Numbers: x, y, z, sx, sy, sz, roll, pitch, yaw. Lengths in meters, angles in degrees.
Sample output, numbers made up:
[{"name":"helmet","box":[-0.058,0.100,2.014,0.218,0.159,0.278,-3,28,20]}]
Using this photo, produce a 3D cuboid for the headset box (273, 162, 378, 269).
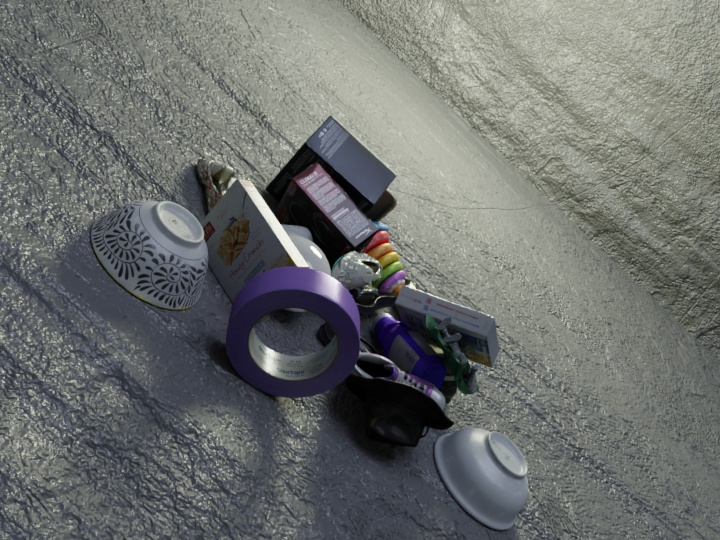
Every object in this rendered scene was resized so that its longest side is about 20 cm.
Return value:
[{"name":"headset box","box":[-0.077,-0.099,1.828,0.200,0.149,0.077,47,56,7]}]

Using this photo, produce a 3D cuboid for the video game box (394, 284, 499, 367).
[{"name":"video game box","box":[0.166,0.108,1.776,0.182,0.047,0.200,22,-17,19]}]

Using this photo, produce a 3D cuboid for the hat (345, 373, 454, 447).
[{"name":"hat","box":[0.049,0.243,1.538,0.201,0.201,0.081,33,68,-23]}]

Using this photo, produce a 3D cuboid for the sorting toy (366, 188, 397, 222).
[{"name":"sorting toy","box":[-0.033,-0.174,2.010,0.200,0.185,0.036,43,52,-6]}]

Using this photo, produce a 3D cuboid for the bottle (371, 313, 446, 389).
[{"name":"bottle","box":[0.084,0.150,1.758,0.065,0.084,0.200,1,28,-30]}]

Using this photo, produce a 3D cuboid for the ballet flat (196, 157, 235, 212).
[{"name":"ballet flat","box":[-0.256,-0.157,1.759,0.076,0.064,0.200,23,31,-39]}]

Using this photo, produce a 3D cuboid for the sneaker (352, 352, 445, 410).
[{"name":"sneaker","box":[0.064,0.198,1.602,0.200,0.073,0.114,24,-14,-10]}]

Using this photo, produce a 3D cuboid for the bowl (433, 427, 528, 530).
[{"name":"bowl","box":[0.233,0.351,1.674,0.201,0.090,0.201,36,24,-19]}]

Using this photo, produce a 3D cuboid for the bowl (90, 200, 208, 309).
[{"name":"bowl","box":[-0.305,-0.045,1.457,0.201,0.094,0.201,35,26,-19]}]

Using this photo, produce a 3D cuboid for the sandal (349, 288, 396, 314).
[{"name":"sandal","box":[0.006,0.051,1.805,0.076,0.043,0.200,9,8,22]}]

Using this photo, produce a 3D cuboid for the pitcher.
[{"name":"pitcher","box":[-0.145,-0.015,1.662,0.171,0.121,0.200,12,24,-22]}]

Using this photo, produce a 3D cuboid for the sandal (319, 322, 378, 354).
[{"name":"sandal","box":[0.011,0.154,1.697,0.200,0.043,0.076,40,24,-10]}]

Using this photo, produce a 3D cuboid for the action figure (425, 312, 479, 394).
[{"name":"action figure","box":[0.179,0.166,1.698,0.200,0.055,0.118,63,2,-48]}]

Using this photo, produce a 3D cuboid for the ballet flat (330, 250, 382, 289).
[{"name":"ballet flat","box":[0.000,0.000,1.748,0.072,0.072,0.200,47,15,5]}]

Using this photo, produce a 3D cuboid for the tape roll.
[{"name":"tape roll","box":[-0.100,0.095,1.420,0.200,0.200,0.066,35,24,-20]}]

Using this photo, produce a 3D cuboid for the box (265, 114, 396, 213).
[{"name":"box","box":[-0.062,-0.178,1.912,0.182,0.200,0.104,43,52,-7]}]

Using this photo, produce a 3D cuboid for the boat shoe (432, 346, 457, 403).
[{"name":"boat shoe","box":[0.159,0.194,1.865,0.072,0.068,0.200,0,19,-1]}]

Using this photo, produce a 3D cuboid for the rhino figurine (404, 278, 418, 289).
[{"name":"rhino figurine","box":[0.116,0.077,1.971,0.087,0.060,0.200,3,40,-25]}]

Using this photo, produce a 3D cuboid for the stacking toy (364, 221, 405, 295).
[{"name":"stacking toy","box":[0.054,0.007,1.933,0.200,0.110,0.116,52,16,13]}]

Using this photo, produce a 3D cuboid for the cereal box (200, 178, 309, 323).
[{"name":"cereal box","box":[-0.187,-0.032,1.564,0.040,0.144,0.200,2,47,-56]}]
